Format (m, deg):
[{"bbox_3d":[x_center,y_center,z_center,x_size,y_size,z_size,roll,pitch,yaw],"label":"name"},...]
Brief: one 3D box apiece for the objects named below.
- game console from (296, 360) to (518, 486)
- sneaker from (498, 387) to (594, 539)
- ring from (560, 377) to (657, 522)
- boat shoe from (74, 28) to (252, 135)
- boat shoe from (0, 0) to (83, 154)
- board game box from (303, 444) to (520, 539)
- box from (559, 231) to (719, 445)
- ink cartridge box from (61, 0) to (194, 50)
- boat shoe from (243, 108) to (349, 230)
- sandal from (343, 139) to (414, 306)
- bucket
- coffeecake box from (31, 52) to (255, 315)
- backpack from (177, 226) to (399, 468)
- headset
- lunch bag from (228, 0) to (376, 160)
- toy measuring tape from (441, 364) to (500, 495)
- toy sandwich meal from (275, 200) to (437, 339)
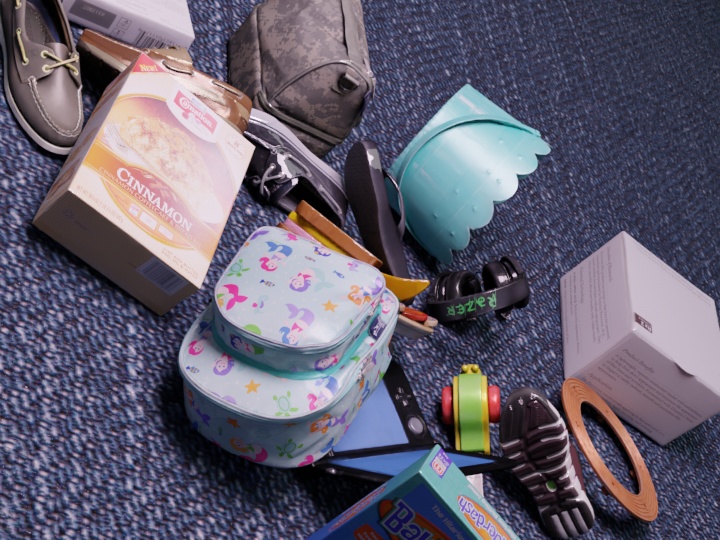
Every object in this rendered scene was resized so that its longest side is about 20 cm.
[{"bbox_3d":[0.032,0.148,1.121,0.199,0.116,0.177,3,55,-46],"label":"game console"},{"bbox_3d":[0.208,0.199,1.284,0.116,0.075,0.202,-78,149,-63],"label":"sneaker"},{"bbox_3d":[0.307,0.225,1.401,0.200,0.019,0.201,43,25,-25],"label":"ring"},{"bbox_3d":[-0.205,-0.198,1.192,0.199,0.076,0.074,30,66,-12],"label":"boat shoe"},{"bbox_3d":[-0.316,-0.210,1.122,0.072,0.060,0.204,4,55,-45],"label":"boat shoe"},{"bbox_3d":[0.045,0.260,0.961,0.152,0.200,0.045,48,35,0],"label":"board game box"},{"bbox_3d":[0.388,0.093,1.543,0.198,0.131,0.201,34,38,-21],"label":"box"},{"bbox_3d":[-0.282,-0.346,1.305,0.161,0.057,0.201,17,38,-37],"label":"ink cartridge box"},{"bbox_3d":[-0.093,-0.109,1.269,0.199,0.071,0.068,37,35,-28],"label":"boat shoe"},{"bbox_3d":[0.027,-0.055,1.289,0.042,0.076,0.203,-22,109,-24],"label":"sandal"},{"bbox_3d":[0.125,-0.122,1.405,0.135,0.208,0.207,41,35,3],"label":"bucket"},{"bbox_3d":[-0.203,-0.086,1.089,0.153,0.073,0.202,38,44,-24],"label":"coffeecake box"},{"bbox_3d":[-0.069,0.071,1.028,0.176,0.152,0.201,22,53,16],"label":"backpack"},{"bbox_3d":[0.152,0.038,1.367,0.200,0.122,0.095,-38,113,-72],"label":"headset"},{"bbox_3d":[-0.060,-0.246,1.339,0.138,0.168,0.202,23,43,-31],"label":"lunch bag"},{"bbox_3d":[0.121,0.176,1.228,0.073,0.073,0.201,31,39,-23],"label":"toy measuring tape"},{"bbox_3d":[0.000,0.000,1.196,0.203,0.071,0.205,29,2,-1],"label":"toy sandwich meal"}]
